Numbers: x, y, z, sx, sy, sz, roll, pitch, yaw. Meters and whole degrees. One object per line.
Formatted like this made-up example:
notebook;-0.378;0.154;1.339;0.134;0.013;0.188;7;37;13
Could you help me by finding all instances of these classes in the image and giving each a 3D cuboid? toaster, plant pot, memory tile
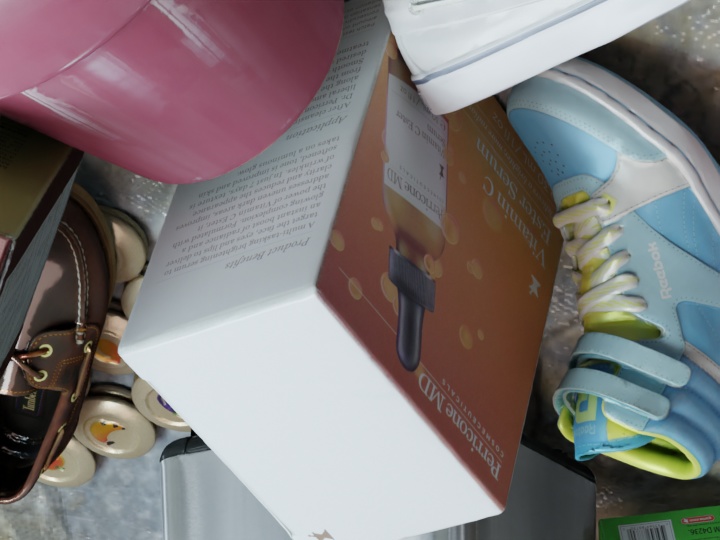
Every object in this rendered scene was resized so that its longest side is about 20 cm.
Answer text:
toaster;0.008;0.138;1.305;0.181;0.119;0.200;-11;159;25
plant pot;-0.107;-0.132;1.069;0.200;0.200;0.179;-15;144;29
memory tile;-0.152;0.046;1.380;0.200;0.017;0.153;-28;122;36

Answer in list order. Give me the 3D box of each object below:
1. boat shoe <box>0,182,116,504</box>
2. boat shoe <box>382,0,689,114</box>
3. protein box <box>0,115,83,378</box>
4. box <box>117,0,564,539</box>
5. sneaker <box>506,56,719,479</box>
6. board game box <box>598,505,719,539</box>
boat shoe;-0.168;0.040;1.317;0.070;0.070;0.200;13;135;4
boat shoe;0.098;-0.132;1.082;0.200;0.074;0.065;-26;100;21
protein box;-0.239;-0.017;1.099;0.198;0.200;0.135;20;108;-3
box;0.000;0.000;1.153;0.106;0.200;0.152;-18;128;31
sneaker;0.113;0.008;1.152;0.200;0.131;0.080;47;158;-6
board game box;0.204;0.202;1.388;0.153;0.040;0.200;-7;135;-1
